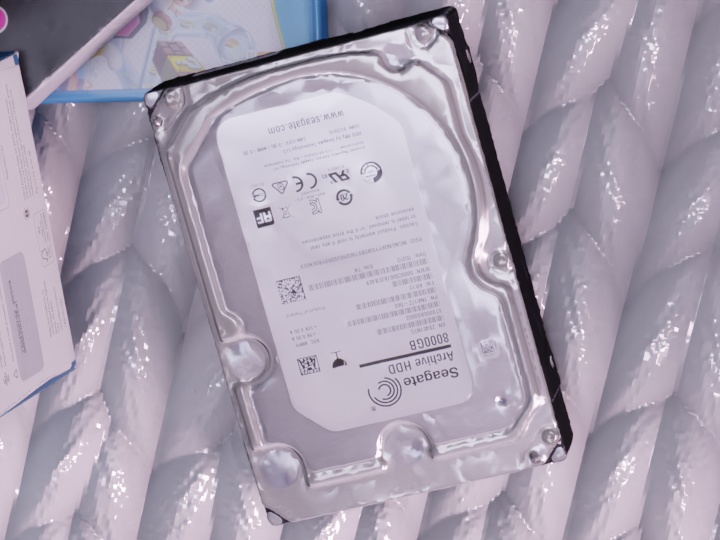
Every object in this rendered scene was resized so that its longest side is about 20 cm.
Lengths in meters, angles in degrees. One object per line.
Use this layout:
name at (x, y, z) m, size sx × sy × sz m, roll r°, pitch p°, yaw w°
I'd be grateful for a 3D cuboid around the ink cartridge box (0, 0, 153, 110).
ink cartridge box at (-0.105, -0.166, 1.209) m, size 0.200 × 0.037 × 0.095 m, roll -40°, pitch 88°, yaw 12°

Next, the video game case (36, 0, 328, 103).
video game case at (-0.115, -0.145, 1.239) m, size 0.200 × 0.018 × 0.143 m, roll -1°, pitch 96°, yaw 12°

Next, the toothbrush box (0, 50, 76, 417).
toothbrush box at (-0.239, -0.009, 1.224) m, size 0.200 × 0.085 × 0.147 m, roll -2°, pitch 104°, yaw 24°

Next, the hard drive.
hard drive at (0.000, 0.000, 1.214) m, size 0.140 × 0.038 × 0.200 m, roll -13°, pitch 101°, yaw 13°
